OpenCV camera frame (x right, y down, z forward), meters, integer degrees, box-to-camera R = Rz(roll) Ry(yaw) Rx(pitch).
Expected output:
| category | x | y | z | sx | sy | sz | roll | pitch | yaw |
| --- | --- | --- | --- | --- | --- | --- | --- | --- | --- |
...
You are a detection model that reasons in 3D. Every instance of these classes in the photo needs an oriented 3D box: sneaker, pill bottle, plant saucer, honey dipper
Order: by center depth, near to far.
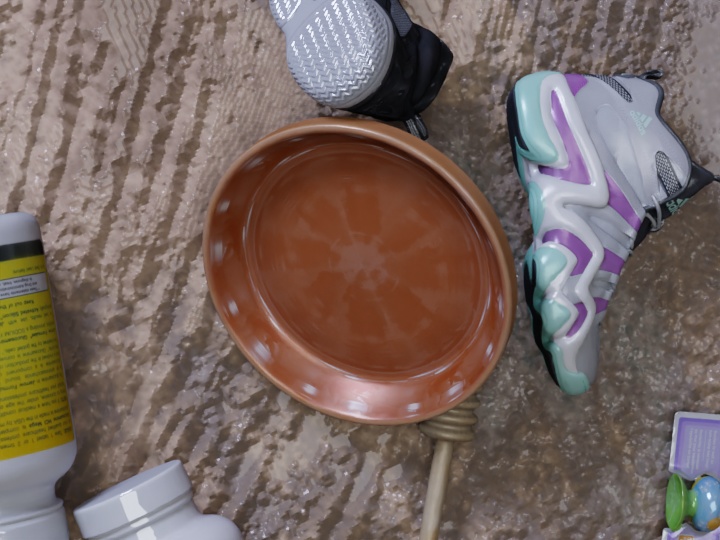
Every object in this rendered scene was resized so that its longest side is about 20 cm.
| category | x | y | z | sx | sy | sz | roll | pitch | yaw |
| --- | --- | --- | --- | --- | --- | --- | --- | --- | --- |
| pill bottle | -0.233 | 0.072 | 1.124 | 0.111 | 0.112 | 0.202 | -10 | 92 | -3 |
| plant saucer | 0.000 | 0.000 | 1.133 | 0.199 | 0.032 | 0.202 | 10 | 120 | 18 |
| pill bottle | -0.101 | 0.221 | 1.141 | 0.104 | 0.104 | 0.201 | -24 | 92 | -2 |
| sneaker | -0.005 | -0.167 | 1.151 | 0.075 | 0.114 | 0.201 | -27 | 57 | 22 |
| sneaker | 0.170 | -0.028 | 1.162 | 0.139 | 0.078 | 0.202 | -6 | 92 | -2 |
| honey dipper | 0.043 | 0.157 | 1.184 | 0.038 | 0.038 | 0.202 | 10 | 95 | -3 |

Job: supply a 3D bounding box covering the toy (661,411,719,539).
| category | x | y | z | sx | sy | sz | roll | pitch | yaw |
| --- | --- | --- | --- | --- | --- | --- | --- | --- | --- |
| toy | 0.293 | 0.157 | 1.189 | 0.198 | 0.047 | 0.116 | 5 | 93 | -3 |
